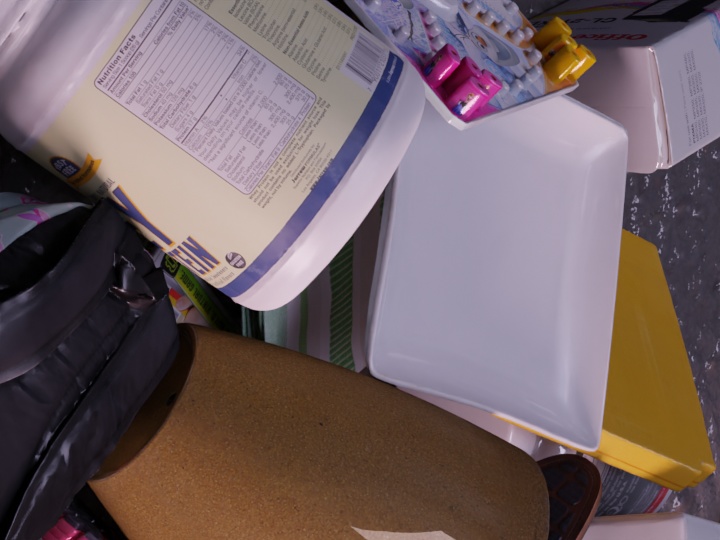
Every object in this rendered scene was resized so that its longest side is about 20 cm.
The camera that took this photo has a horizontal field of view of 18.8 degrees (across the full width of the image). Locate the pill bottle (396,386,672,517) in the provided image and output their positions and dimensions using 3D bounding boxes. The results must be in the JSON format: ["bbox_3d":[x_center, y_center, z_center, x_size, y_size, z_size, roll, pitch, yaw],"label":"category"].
[{"bbox_3d":[0.112,0.107,1.394,0.200,0.113,0.115,15,82,-51],"label":"pill bottle"}]

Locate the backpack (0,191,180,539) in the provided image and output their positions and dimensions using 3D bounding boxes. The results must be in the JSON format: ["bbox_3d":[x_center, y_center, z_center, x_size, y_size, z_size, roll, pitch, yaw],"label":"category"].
[{"bbox_3d":[-0.180,0.047,1.003,0.200,0.126,0.168,-50,136,-35],"label":"backpack"}]

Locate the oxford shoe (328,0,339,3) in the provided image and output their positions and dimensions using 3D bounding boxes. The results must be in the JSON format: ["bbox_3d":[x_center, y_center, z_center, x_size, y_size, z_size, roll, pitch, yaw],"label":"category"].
[{"bbox_3d":[-0.070,-0.177,1.153,0.199,0.084,0.073,-4,99,-50],"label":"oxford shoe"}]

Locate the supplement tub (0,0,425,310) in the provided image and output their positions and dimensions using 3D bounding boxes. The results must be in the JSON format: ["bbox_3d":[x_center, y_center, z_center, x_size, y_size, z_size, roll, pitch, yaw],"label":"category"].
[{"bbox_3d":[-0.085,-0.090,1.040,0.200,0.145,0.145,35,62,-11],"label":"supplement tub"}]

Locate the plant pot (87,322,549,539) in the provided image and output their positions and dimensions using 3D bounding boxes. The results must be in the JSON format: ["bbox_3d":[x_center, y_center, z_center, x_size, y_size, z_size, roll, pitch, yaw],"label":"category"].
[{"bbox_3d":[-0.038,0.119,1.109,0.200,0.186,0.187,36,64,-25],"label":"plant pot"}]

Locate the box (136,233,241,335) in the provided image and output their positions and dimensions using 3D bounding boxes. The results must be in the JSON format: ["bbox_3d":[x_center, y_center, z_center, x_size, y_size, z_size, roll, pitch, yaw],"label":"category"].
[{"bbox_3d":[-0.094,0.084,1.191,0.200,0.035,0.110,55,53,-40],"label":"box"}]

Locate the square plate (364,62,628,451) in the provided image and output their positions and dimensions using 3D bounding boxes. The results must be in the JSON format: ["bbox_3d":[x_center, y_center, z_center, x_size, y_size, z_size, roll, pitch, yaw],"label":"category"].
[{"bbox_3d":[0.075,-0.015,1.222,0.198,0.028,0.201,22,70,-43],"label":"square plate"}]

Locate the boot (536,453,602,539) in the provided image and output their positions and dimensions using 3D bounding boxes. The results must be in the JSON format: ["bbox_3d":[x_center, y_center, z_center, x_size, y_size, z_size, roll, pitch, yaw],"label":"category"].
[{"bbox_3d":[0.079,0.203,1.301,0.200,0.075,0.097,-47,146,-15],"label":"boot"}]

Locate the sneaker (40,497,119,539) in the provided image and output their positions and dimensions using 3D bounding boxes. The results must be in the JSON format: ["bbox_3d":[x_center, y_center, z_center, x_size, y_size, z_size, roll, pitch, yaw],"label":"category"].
[{"bbox_3d":[-0.127,0.191,1.140,0.075,0.081,0.200,-44,132,-4],"label":"sneaker"}]

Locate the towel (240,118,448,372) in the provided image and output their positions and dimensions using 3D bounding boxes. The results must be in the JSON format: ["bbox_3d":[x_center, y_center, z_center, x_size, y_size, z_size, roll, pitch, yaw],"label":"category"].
[{"bbox_3d":[0.000,0.000,1.222,0.200,0.023,0.153,-41,142,-42],"label":"towel"}]

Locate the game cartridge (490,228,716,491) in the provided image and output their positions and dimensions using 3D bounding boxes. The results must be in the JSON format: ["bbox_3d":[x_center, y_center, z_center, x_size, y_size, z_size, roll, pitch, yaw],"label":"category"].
[{"bbox_3d":[0.135,0.034,1.361,0.176,0.032,0.201,24,40,-31],"label":"game cartridge"}]

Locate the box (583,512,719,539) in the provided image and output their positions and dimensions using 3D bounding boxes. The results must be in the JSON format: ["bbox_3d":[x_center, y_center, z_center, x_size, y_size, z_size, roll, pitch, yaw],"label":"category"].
[{"bbox_3d":[0.190,0.265,1.375,0.199,0.130,0.201,21,66,-53],"label":"box"}]

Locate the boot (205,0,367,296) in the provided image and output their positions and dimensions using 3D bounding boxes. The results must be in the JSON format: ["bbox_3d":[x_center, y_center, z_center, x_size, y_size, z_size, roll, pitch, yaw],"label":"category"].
[{"bbox_3d":[-0.011,-0.042,1.257,0.201,0.073,0.155,-62,144,-18],"label":"boot"}]

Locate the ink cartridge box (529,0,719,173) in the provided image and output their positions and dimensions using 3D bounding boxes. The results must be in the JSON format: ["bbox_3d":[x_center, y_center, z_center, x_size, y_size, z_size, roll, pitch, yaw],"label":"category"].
[{"bbox_3d":[0.187,-0.135,1.437,0.200,0.145,0.083,-29,115,-47],"label":"ink cartridge box"}]

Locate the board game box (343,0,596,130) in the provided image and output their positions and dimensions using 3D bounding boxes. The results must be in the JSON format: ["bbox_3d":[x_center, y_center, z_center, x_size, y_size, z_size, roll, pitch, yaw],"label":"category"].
[{"bbox_3d":[0.032,-0.172,1.197,0.200,0.026,0.200,51,25,7],"label":"board game box"}]
